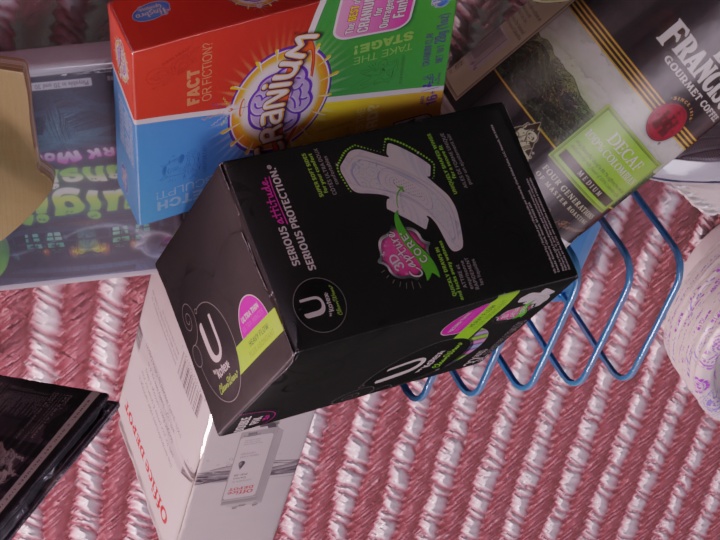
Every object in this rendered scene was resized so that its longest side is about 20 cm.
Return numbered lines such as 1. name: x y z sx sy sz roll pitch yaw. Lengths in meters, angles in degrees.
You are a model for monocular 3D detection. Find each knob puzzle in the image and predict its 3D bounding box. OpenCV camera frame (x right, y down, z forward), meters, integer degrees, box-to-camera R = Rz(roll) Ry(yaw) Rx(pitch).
1. knob puzzle: -0.272 -0.072 1.109 0.218 0.031 0.220 4 144 3

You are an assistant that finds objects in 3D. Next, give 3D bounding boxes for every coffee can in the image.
1. coffee can: 0.165 -0.131 1.275 0.200 0.147 0.146 -40 139 11

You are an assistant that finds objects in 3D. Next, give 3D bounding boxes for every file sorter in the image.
1. file sorter: 0.115 0.009 1.407 0.199 0.123 0.139 -4 134 -29

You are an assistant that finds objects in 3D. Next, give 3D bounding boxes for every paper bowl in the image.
1. paper bowl: 0.339 0.024 1.573 0.199 0.105 0.202 -18 139 -16

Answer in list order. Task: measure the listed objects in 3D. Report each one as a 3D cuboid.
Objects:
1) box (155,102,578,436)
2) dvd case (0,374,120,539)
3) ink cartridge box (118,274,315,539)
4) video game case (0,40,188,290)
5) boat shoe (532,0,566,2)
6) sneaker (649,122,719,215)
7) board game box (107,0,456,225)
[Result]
1. box: 0.000 0.000 1.171 0.199 0.125 0.149 -13 162 -28
2. dvd case: -0.249 0.129 1.218 0.016 0.199 0.149 51 63 -26
3. ink cartridge box: -0.097 0.075 1.323 0.082 0.147 0.201 -3 134 -25
4. video game case: -0.208 -0.058 1.175 0.198 0.023 0.183 -7 137 -4
5. boat shoe: 0.184 -0.212 1.147 0.199 0.063 0.074 -24 114 -2
6. sneaker: 0.267 -0.074 1.453 0.199 0.073 0.071 0 128 -32
7. board game box: -0.045 -0.114 1.118 0.199 0.040 0.154 -18 147 -17
